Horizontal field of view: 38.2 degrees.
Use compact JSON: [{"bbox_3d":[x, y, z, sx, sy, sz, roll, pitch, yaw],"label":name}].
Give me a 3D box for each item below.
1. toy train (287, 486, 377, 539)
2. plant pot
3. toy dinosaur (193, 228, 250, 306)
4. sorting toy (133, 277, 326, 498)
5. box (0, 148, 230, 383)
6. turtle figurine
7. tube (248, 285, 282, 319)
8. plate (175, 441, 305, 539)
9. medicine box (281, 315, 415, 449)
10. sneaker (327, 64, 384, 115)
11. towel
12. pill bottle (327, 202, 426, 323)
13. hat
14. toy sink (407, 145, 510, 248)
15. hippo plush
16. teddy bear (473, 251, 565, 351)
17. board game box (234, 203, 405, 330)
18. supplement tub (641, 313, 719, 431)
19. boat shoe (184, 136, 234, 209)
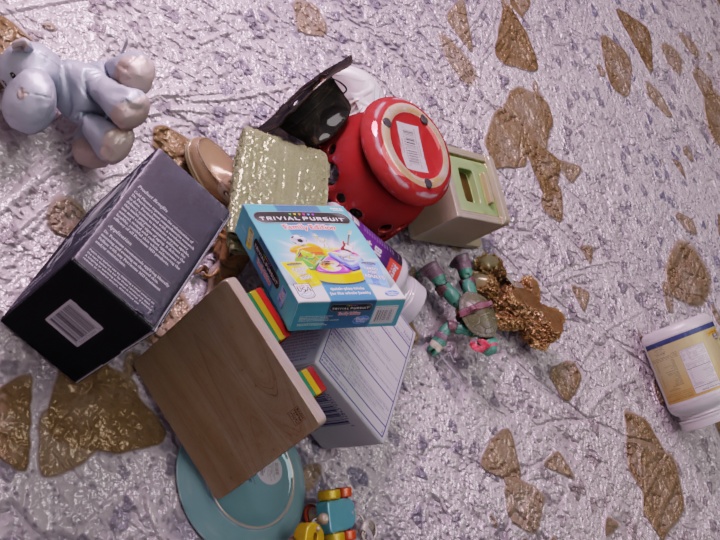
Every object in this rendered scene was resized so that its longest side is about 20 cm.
[{"bbox_3d":[-0.050,0.377,1.345,0.151,0.055,0.200,63,33,-25],"label":"toy train"},{"bbox_3d":[0.029,-0.153,1.595,0.200,0.182,0.202,23,55,-36],"label":"plant pot"},{"bbox_3d":[-0.173,-0.021,1.425,0.200,0.060,0.106,-46,108,-24],"label":"toy dinosaur"},{"bbox_3d":[-0.147,0.137,1.251,0.201,0.199,0.069,56,32,8],"label":"sorting toy"},{"bbox_3d":[-0.283,-0.004,1.208,0.124,0.200,0.197,44,46,-16],"label":"box"},{"bbox_3d":[0.173,0.075,1.678,0.149,0.101,0.201,-6,68,-44],"label":"turtle figurine"},{"bbox_3d":[-0.101,0.038,1.367,0.051,0.199,0.078,72,-8,-48],"label":"tube"},{"bbox_3d":[-0.145,0.264,1.329,0.199,0.026,0.201,21,56,-34],"label":"plate"},{"bbox_3d":[-0.027,0.110,1.428,0.182,0.102,0.201,53,40,-34],"label":"medicine box"},{"bbox_3d":[0.013,-0.255,1.711,0.200,0.070,0.080,45,47,-17],"label":"sneaker"},{"bbox_3d":[-0.114,-0.098,1.430,0.148,0.036,0.201,16,58,-23],"label":"towel"},{"bbox_3d":[0.000,0.000,1.536,0.200,0.111,0.112,38,48,-22],"label":"pill bottle"},{"bbox_3d":[-0.070,-0.231,1.541,0.081,0.200,0.201,53,44,-15],"label":"hat"},{"bbox_3d":[0.169,-0.122,1.740,0.199,0.112,0.131,8,64,-49],"label":"toy sink"},{"bbox_3d":[-0.359,-0.236,1.286,0.160,0.159,0.201,16,60,-38],"label":"hippo plush"},{"bbox_3d":[0.261,0.056,1.799,0.199,0.067,0.146,29,42,-22],"label":"teddy bear"},{"bbox_3d":[-0.054,-0.009,1.312,0.150,0.047,0.200,-1,39,-31],"label":"board game box"},{"bbox_3d":[0.647,0.198,2.019,0.144,0.144,0.201,-11,77,-45],"label":"supplement tub"},{"bbox_3d":[-0.167,-0.115,1.473,0.200,0.064,0.071,49,45,-13],"label":"boat shoe"}]
